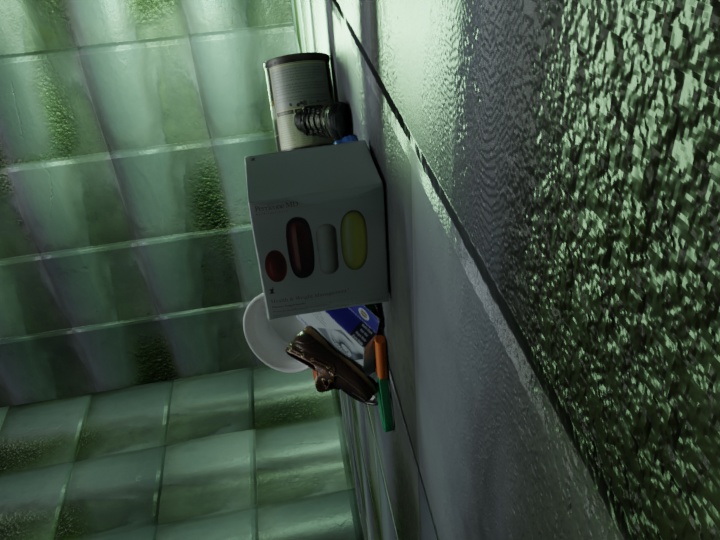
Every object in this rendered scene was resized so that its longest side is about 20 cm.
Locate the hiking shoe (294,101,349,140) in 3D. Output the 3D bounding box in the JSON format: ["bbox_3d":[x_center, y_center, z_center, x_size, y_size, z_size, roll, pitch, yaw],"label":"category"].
[{"bbox_3d":[-0.076,-0.279,1.252,0.200,0.099,0.077,-120,21,-76],"label":"hiking shoe"}]

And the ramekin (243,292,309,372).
[{"bbox_3d":[-0.160,0.123,1.500,0.098,0.197,0.204,-49,-43,-62],"label":"ramekin"}]

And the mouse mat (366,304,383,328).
[{"bbox_3d":[-0.010,0.004,1.178,0.161,0.007,0.203,180,69,-78],"label":"mouse mat"}]

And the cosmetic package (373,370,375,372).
[{"bbox_3d":[-0.037,0.107,1.370,0.151,0.051,0.202,46,156,52],"label":"cosmetic package"}]

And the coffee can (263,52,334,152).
[{"bbox_3d":[-0.125,-0.356,1.427,0.146,0.144,0.203,-137,39,-81],"label":"coffee can"}]

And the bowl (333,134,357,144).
[{"bbox_3d":[-0.018,-0.139,1.179,0.201,0.039,0.204,171,90,-85],"label":"bowl"}]

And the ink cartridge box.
[{"bbox_3d":[-0.050,0.089,1.209,0.199,0.040,0.201,41,154,22],"label":"ink cartridge box"}]

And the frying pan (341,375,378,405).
[{"bbox_3d":[-0.037,0.219,1.325,0.031,0.188,0.116,-56,-25,-30],"label":"frying pan"}]

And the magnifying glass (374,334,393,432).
[{"bbox_3d":[0.042,0.204,1.170,0.080,0.022,0.203,-106,8,-58],"label":"magnifying glass"}]

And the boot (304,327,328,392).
[{"bbox_3d":[-0.078,0.177,1.405,0.202,0.074,0.108,92,155,-46],"label":"boot"}]

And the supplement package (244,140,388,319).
[{"bbox_3d":[-0.064,-0.061,0.976,0.148,0.188,0.202,-107,10,-55],"label":"supplement package"}]

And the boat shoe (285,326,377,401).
[{"bbox_3d":[-0.058,0.189,1.236,0.199,0.070,0.071,34,155,30],"label":"boat shoe"}]
